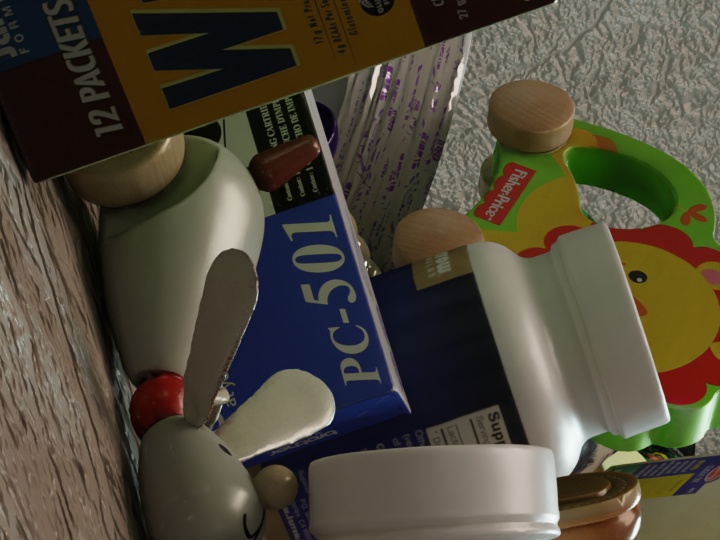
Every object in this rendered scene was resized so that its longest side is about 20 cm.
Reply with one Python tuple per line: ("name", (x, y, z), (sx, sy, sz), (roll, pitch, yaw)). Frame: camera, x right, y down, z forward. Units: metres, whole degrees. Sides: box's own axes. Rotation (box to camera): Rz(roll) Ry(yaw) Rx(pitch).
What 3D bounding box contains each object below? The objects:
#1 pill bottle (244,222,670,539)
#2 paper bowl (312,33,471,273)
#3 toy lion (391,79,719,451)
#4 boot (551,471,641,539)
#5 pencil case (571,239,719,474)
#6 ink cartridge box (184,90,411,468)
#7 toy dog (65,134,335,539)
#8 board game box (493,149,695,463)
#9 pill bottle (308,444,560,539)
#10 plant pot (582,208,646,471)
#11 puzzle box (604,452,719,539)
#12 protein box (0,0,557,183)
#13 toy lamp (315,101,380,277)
("pill bottle", (0.031, 0.055, 1.048), (0.116, 0.199, 0.117), (-19, 90, -86))
("paper bowl", (-0.015, -0.076, 1.328), (0.201, 0.104, 0.202), (-162, -90, -82))
("toy lion", (0.122, 0.003, 1.176), (0.200, 0.190, 0.069), (-54, 159, -45))
("boot", (0.054, 0.176, 0.931), (0.077, 0.199, 0.156), (-14, 79, -63))
("pencil case", (0.117, 0.056, 1.220), (0.089, 0.200, 0.078), (-7, -66, 52))
("ink cartridge box", (-0.053, -0.021, 1.002), (0.044, 0.093, 0.201), (60, 13, -71))
("toy dog", (-0.047, 0.016, 0.884), (0.132, 0.096, 0.201), (57, 15, -72))
("board game box", (0.134, 0.025, 1.331), (0.200, 0.023, 0.105), (43, 44, -35))
("pill bottle", (0.032, 0.166, 0.824), (0.120, 0.119, 0.202), (50, 36, -79))
("plant pot", (0.058, 0.105, 1.380), (0.177, 0.198, 0.201), (-66, 139, -64))
("puzzle box", (0.161, 0.137, 1.239), (0.200, 0.132, 0.026), (-27, 105, -60))
("protein box", (-0.052, -0.161, 0.876), (0.199, 0.199, 0.136), (-101, 171, -63))
("toy lamp", (0.000, 0.000, 1.216), (0.058, 0.058, 0.201), (-104, 171, -47))
